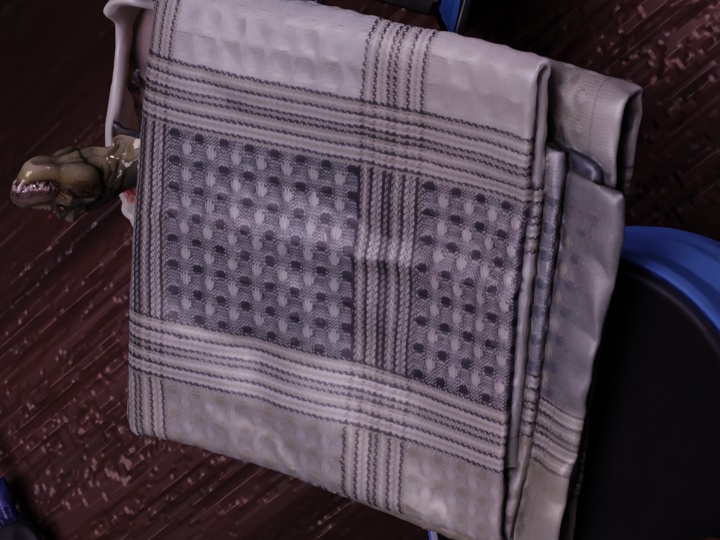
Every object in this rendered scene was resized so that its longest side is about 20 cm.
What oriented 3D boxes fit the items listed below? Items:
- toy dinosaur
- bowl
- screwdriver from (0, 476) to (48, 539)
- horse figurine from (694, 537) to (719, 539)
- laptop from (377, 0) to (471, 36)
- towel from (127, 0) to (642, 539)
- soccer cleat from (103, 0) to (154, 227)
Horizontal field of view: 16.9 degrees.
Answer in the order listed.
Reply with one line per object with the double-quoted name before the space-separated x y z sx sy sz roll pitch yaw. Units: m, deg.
"toy dinosaur" -0.039 -0.067 0.949 0.199 0.048 0.089 -4 118 -1
"bowl" 0.097 0.084 0.895 0.200 0.039 0.202 4 96 49
"screwdriver" -0.174 0.082 1.123 0.028 0.029 0.201 -31 72 32
"horse figurine" 0.188 0.116 0.776 0.200 0.050 0.133 -32 69 19
"laptop" 0.001 -0.192 0.935 0.199 0.103 0.178 20 104 32
"towel" 0.000 0.000 0.884 0.199 0.035 0.194 16 111 24
"soccer cleat" -0.071 -0.022 1.010 0.069 0.077 0.201 -10 87 35
